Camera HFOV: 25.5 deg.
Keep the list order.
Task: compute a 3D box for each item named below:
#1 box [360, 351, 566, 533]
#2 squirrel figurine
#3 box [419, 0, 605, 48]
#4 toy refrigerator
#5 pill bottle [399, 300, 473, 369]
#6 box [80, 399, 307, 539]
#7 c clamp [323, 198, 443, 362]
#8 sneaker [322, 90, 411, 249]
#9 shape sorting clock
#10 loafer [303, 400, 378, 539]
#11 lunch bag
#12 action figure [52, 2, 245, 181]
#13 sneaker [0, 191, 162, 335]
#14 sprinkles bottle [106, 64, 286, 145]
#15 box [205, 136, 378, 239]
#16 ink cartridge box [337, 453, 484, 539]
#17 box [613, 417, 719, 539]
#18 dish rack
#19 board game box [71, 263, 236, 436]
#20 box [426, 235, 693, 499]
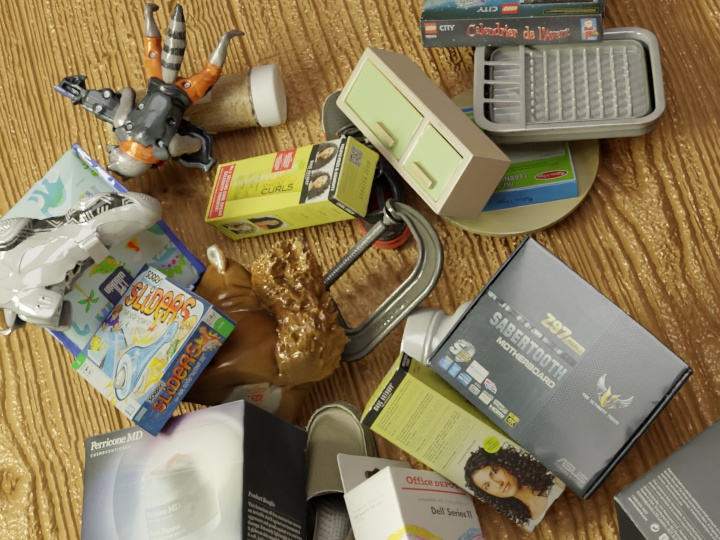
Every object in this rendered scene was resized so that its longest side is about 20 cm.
[{"bbox_3d":[0.103,0.165,1.535,0.199,0.050,0.076,32,109,-1],"label":"box"},{"bbox_3d":[-0.104,0.053,1.638,0.200,0.141,0.187,-35,41,20],"label":"squirrel figurine"},{"bbox_3d":[0.172,-0.304,1.771,0.198,0.038,0.137,0,44,12],"label":"box"},{"bbox_3d":[0.061,-0.146,1.664,0.200,0.070,0.076,50,120,34],"label":"toy refrigerator"},{"bbox_3d":[0.144,0.091,1.582,0.199,0.112,0.112,9,68,16],"label":"pill bottle"},{"bbox_3d":[-0.162,0.250,1.538,0.199,0.123,0.200,-16,60,27],"label":"box"},{"bbox_3d":[0.000,0.000,1.635,0.200,0.027,0.172,-40,50,27],"label":"c clamp"},{"bbox_3d":[0.008,-0.124,1.724,0.077,0.082,0.201,-23,64,0],"label":"sneaker"},{"bbox_3d":[0.157,-0.120,1.715,0.198,0.039,0.201,-4,54,6],"label":"shape sorting clock"},{"bbox_3d":[-0.023,0.220,1.582,0.075,0.068,0.201,-6,65,9],"label":"loafer"},{"bbox_3d":[-0.291,-0.005,1.716,0.200,0.127,0.170,43,80,3],"label":"lunch bag"},{"bbox_3d":[-0.238,-0.193,1.721,0.199,0.105,0.195,19,89,1],"label":"action figure"},{"bbox_3d":[-0.290,-0.005,1.615,0.199,0.075,0.116,-14,76,3],"label":"sneaker"},{"bbox_3d":[-0.185,-0.184,1.800,0.198,0.068,0.069,-9,64,8],"label":"sprinkles bottle"},{"bbox_3d":[-0.075,-0.086,1.684,0.199,0.050,0.076,-7,62,43],"label":"box"},{"bbox_3d":[0.058,0.256,1.516,0.067,0.117,0.201,-36,58,34],"label":"ink cartridge box"},{"bbox_3d":[0.333,0.219,1.436,0.182,0.200,0.104,-34,63,-6],"label":"box"},{"bbox_3d":[0.221,-0.191,1.699,0.198,0.044,0.172,-3,42,8],"label":"dish rack"},{"bbox_3d":[-0.210,0.075,1.593,0.136,0.034,0.200,-55,29,-7],"label":"board game box"},{"bbox_3d":[0.185,0.090,1.487,0.200,0.051,0.158,41,94,14],"label":"box"}]
